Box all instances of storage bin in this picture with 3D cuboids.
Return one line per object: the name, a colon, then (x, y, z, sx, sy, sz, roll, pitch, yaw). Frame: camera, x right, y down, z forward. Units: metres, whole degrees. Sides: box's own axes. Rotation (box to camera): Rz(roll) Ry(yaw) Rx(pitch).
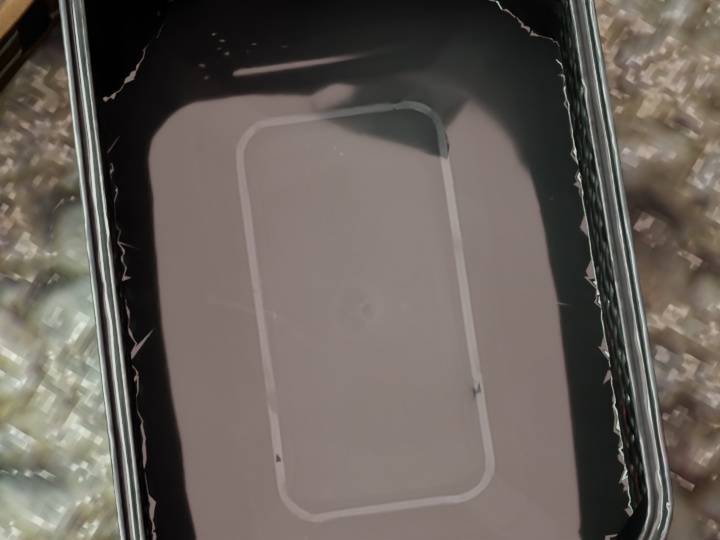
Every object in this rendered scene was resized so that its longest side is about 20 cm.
storage bin: (0.000, 0.000, 0.754, 0.135, 0.094, 0.200, -8, 76, -1)

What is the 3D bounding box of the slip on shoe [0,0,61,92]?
slip on shoe: (-0.121, -0.075, 0.782, 0.061, 0.076, 0.200, 41, 77, 3)
